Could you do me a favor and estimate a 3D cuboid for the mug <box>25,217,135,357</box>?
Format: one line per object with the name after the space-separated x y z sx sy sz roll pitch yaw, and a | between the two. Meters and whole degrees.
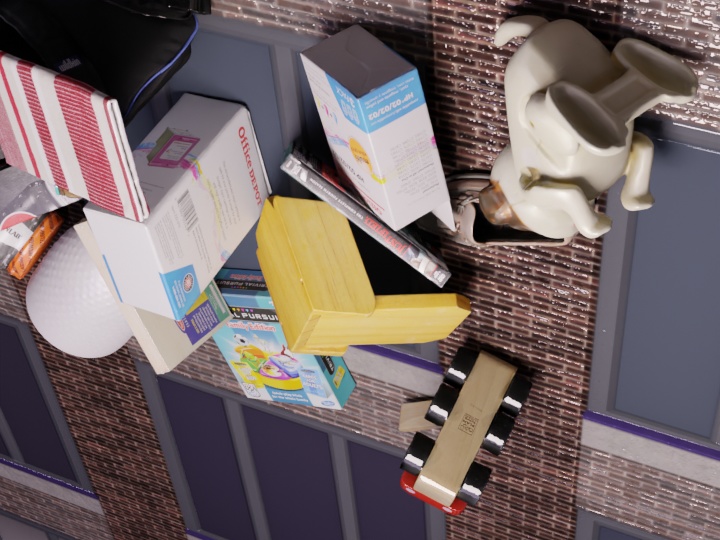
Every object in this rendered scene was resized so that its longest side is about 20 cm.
-0.293 0.021 1.629 0.200 0.148 0.175 38 136 -9 | mug

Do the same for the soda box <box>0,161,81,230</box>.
-0.407 -0.093 1.554 0.200 0.063 0.071 -21 105 9 | soda box

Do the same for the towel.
-0.282 -0.133 1.233 0.200 0.023 0.144 24 142 31 | towel

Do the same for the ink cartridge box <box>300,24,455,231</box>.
0.020 -0.121 1.270 0.115 0.068 0.200 45 160 47 | ink cartridge box

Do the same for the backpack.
-0.281 -0.233 1.311 0.190 0.200 0.154 40 156 -7 | backpack

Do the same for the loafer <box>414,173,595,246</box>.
0.132 -0.054 1.314 0.200 0.063 0.072 -1 132 36 | loafer

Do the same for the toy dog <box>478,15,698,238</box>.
0.172 -0.108 1.167 0.194 0.140 0.200 35 145 17 | toy dog

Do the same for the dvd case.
0.004 -0.061 1.354 0.200 0.022 0.146 35 -172 -8 | dvd case

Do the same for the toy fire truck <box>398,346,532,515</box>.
0.098 0.195 1.549 0.129 0.176 0.200 26 158 6 | toy fire truck

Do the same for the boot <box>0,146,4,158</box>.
-0.467 -0.204 1.548 0.132 0.070 0.200 -25 81 9 | boot

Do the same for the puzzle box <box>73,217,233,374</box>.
-0.238 0.004 1.540 0.025 0.133 0.200 -16 107 38 | puzzle box

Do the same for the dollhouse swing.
0.000 0.000 1.446 0.200 0.176 0.182 118 134 -72 | dollhouse swing

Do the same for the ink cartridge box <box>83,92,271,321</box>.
-0.189 -0.071 1.408 0.085 0.200 0.145 16 141 25 | ink cartridge box

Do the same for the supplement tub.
-0.482 -0.085 1.657 0.200 0.123 0.123 36 143 -6 | supplement tub

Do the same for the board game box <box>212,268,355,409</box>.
-0.111 0.086 1.660 0.151 0.047 0.200 3 135 32 | board game box

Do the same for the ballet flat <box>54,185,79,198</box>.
-0.322 -0.181 1.466 0.072 0.068 0.200 -12 101 -7 | ballet flat
